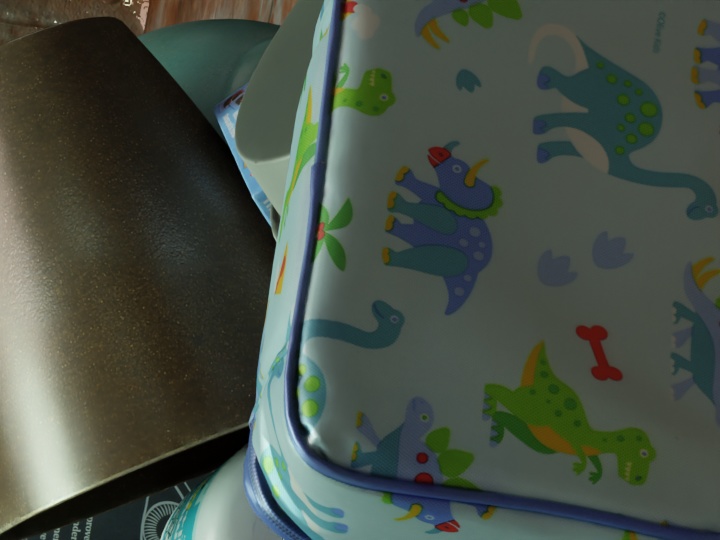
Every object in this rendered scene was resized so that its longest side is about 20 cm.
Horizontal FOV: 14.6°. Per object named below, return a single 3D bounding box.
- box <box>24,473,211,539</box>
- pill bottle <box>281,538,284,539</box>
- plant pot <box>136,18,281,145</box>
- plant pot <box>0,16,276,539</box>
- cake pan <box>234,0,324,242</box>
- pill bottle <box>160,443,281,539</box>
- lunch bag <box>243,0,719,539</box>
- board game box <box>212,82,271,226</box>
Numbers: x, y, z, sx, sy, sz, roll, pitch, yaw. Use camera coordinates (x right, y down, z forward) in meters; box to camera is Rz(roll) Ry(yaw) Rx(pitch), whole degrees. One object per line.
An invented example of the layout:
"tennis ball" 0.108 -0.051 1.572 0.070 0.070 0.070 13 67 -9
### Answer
"box" -0.119 0.141 1.495 0.104 0.199 0.148 147 133 -76
"pill bottle" 0.036 0.083 0.949 0.116 0.115 0.200 -92 15 -49
"plant pot" -0.049 -0.042 1.397 0.134 0.200 0.201 -24 52 45
"plant pot" -0.115 -0.004 1.258 0.187 0.186 0.200 136 113 -73
"cake pan" 0.027 -0.093 0.978 0.200 0.037 0.200 -42 21 20
"pill bottle" -0.034 0.136 1.289 0.200 0.110 0.111 135 144 -73
"lunch bag" 0.056 -0.002 0.806 0.083 0.160 0.201 109 169 -61
"board game box" 0.000 0.000 1.175 0.037 0.151 0.200 -35 15 1
